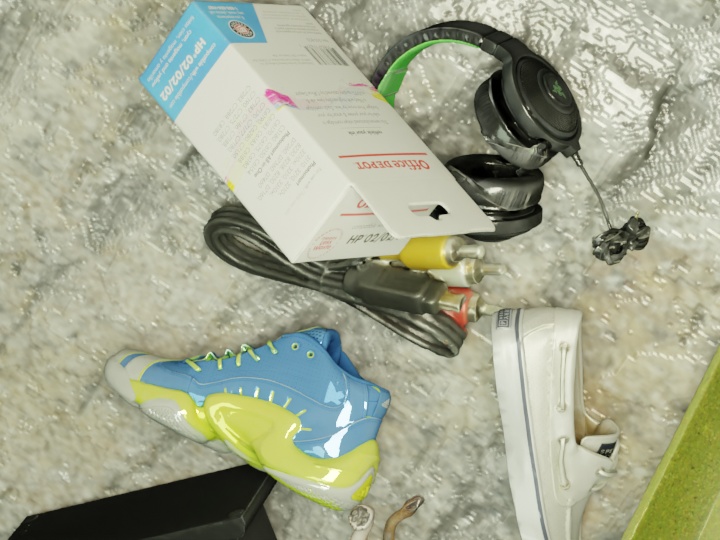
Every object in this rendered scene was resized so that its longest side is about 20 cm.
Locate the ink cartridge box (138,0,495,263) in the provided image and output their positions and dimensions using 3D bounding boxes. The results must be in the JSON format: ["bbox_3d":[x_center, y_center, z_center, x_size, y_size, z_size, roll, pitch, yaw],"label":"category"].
[{"bbox_3d":[-0.025,-0.069,1.618,0.200,0.115,0.068,50,118,22],"label":"ink cartridge box"}]

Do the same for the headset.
[{"bbox_3d":[0.086,-0.066,1.635,0.200,0.094,0.124,32,118,16],"label":"headset"}]

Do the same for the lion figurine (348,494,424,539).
[{"bbox_3d":[-0.008,0.242,1.776,0.072,0.123,0.200,32,80,15],"label":"lion figurine"}]

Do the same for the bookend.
[{"bbox_3d":[-0.120,0.250,1.825,0.200,0.092,0.199,-15,107,21],"label":"bookend"}]

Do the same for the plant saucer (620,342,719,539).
[{"bbox_3d":[0.277,0.125,1.599,0.200,0.048,0.200,19,76,42],"label":"plant saucer"}]

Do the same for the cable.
[{"bbox_3d":[0.000,0.000,1.727,0.200,0.050,0.097,15,147,27],"label":"cable"}]

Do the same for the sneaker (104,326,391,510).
[{"bbox_3d":[-0.065,0.074,1.762,0.200,0.076,0.105,25,86,18],"label":"sneaker"}]

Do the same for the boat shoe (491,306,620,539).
[{"bbox_3d":[0.130,0.115,1.708,0.070,0.071,0.200,-6,109,10],"label":"boat shoe"}]
